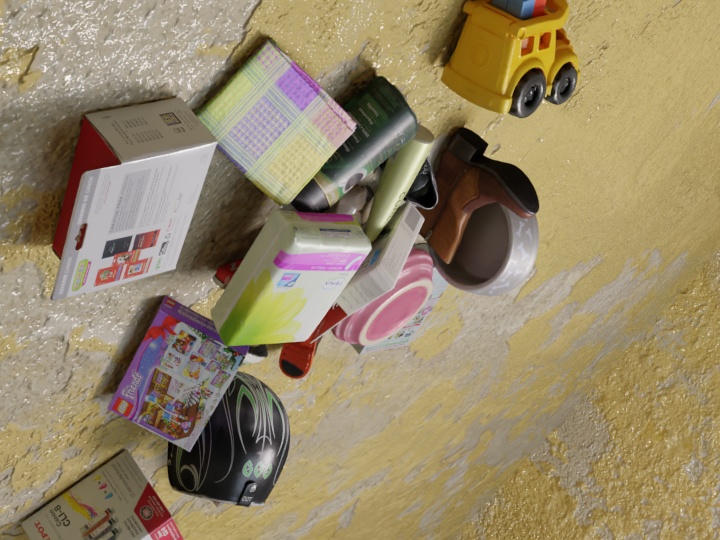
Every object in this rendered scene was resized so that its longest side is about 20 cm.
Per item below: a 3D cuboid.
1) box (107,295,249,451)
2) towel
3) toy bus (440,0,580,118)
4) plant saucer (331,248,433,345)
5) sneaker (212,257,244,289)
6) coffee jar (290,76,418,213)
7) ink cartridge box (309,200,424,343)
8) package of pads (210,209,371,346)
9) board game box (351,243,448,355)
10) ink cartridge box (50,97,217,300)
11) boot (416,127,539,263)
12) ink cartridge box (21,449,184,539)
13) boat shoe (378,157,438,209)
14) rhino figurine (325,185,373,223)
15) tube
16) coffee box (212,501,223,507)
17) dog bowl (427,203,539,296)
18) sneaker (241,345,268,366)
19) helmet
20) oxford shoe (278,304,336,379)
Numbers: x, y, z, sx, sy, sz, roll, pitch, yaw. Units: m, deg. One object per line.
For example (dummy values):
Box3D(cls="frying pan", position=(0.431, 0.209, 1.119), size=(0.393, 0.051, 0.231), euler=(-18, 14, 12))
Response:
Box3D(cls="box", position=(-0.256, 0.148, 1.654), size=(0.201, 0.135, 0.039), euler=(-57, -170, 30))
Box3D(cls="towel", position=(-0.101, -0.175, 1.425), size=(0.144, 0.023, 0.200), euler=(-46, 136, 4))
Box3D(cls="toy bus", position=(0.224, -0.330, 1.623), size=(0.198, 0.135, 0.195), euler=(-22, 133, -41))
Box3D(cls="plant saucer", position=(0.044, 0.051, 1.879), size=(0.199, 0.051, 0.201), euler=(-35, 158, -16))
Box3D(cls="sneaker", position=(-0.131, -0.020, 1.659), size=(0.199, 0.076, 0.086), euler=(-22, 134, -51))
Box3D(cls="coffee jar", position=(-0.021, -0.159, 1.555), size=(0.199, 0.086, 0.104), euler=(-40, 169, -5))
Box3D(cls="ink cartridge box", position=(0.000, 0.000, 1.740), size=(0.175, 0.045, 0.201), euler=(-34, -164, 31))
Box3D(cls="package of pads", position=(-0.091, 0.011, 1.564), size=(0.153, 0.069, 0.201), euler=(0, 135, -47))
Box3D(cls="board game box", position=(0.072, 0.048, 2.059), size=(0.146, 0.064, 0.201), euler=(-6, 135, -51))
Box3D(cls="ink cartridge box", position=(-0.273, -0.079, 1.317), size=(0.174, 0.084, 0.202), euler=(-18, 146, -42))
Box3D(cls="boot", position=(0.169, -0.088, 1.835), size=(0.068, 0.188, 0.202), euler=(-27, 152, -51))
Box3D(cls="ink cartridge box", position=(-0.401, 0.417, 1.850), size=(0.199, 0.146, 0.145), euler=(-35, 154, -17))
Box3D(cls="boat shoe", position=(0.075, -0.143, 1.751), size=(0.074, 0.066, 0.200), euler=(-38, 155, -6))
Box3D(cls="rhino figurine", position=(-0.035, -0.044, 1.677), size=(0.087, 0.059, 0.203), euler=(-47, 156, -66))
Box3D(cls="tube", position=(0.046, -0.115, 1.680), size=(0.057, 0.052, 0.202), euler=(-5, 133, -39))
Box3D(cls="coffee box", position=(-0.238, 0.313, 2.003), size=(0.114, 0.080, 0.201), euler=(-36, 155, -13))
Box3D(cls="dog bowl", position=(0.190, -0.057, 1.899), size=(0.058, 0.201, 0.201), euler=(-6, 138, -48))
Box3D(cls="sneaker", position=(-0.223, 0.128, 1.751), size=(0.088, 0.078, 0.199), euler=(-39, 155, 24))
Box3D(cls="helmet", position=(-0.200, 0.252, 1.809), size=(0.199, 0.197, 0.194), euler=(21, 78, -63))
Box3D(cls="oxford shoe", position=(-0.082, 0.075, 1.895), size=(0.073, 0.070, 0.202), euler=(-67, -179, -62))
